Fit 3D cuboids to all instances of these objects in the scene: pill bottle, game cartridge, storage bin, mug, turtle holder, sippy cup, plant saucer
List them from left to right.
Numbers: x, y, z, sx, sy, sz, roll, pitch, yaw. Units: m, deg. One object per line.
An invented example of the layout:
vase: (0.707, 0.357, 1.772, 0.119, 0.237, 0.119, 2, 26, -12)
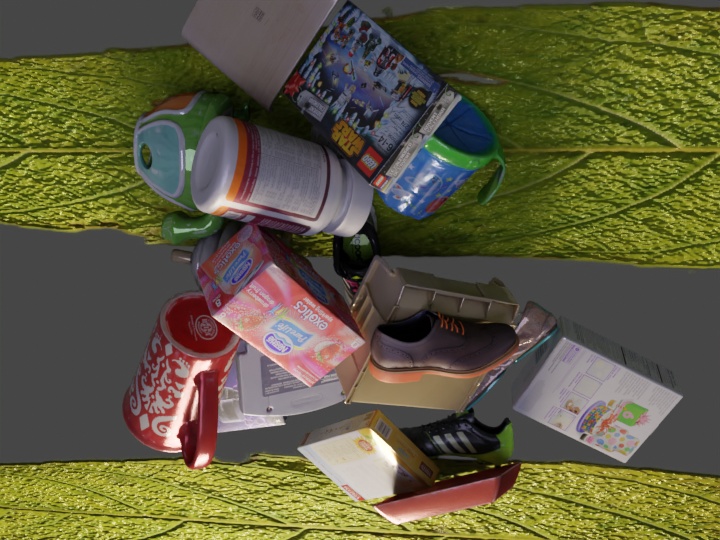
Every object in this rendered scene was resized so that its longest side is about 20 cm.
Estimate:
turtle holder: (-0.216, -0.140, 1.036, 0.129, 0.143, 0.187, 7, 141, 3)
mug: (-0.220, 0.146, 1.073, 0.177, 0.133, 0.201, 40, 132, 13)
pill bottle: (-0.090, -0.103, 0.943, 0.197, 0.110, 0.110, 12, 125, -33)
game cartridge: (-0.084, 0.142, 1.171, 0.196, 0.041, 0.136, -9, 110, -20)
storage bin: (0.084, 0.087, 1.092, 0.197, 0.094, 0.201, 10, 122, -27)
sippy cup: (0.082, -0.141, 0.997, 0.178, 0.139, 0.131, 47, 130, 12)
plant saucer: (0.140, 0.338, 1.216, 0.197, 0.199, 0.037, -19, 77, 17)

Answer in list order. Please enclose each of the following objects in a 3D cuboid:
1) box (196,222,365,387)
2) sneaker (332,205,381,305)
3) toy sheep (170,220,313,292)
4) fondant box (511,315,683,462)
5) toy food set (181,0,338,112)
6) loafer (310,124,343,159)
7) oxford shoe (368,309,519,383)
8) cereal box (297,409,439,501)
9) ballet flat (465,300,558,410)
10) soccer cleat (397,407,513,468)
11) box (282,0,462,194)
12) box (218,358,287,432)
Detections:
box: (-0.097, 0.045, 1.002, 0.102, 0.095, 0.200, -38, 133, 8)
sneaker: (0.000, 0.000, 1.103, 0.072, 0.088, 0.203, -5, 118, 11)
toy sheep: (-0.161, -0.007, 1.097, 0.196, 0.139, 0.140, 4, 120, 6)
fondant box: (0.339, 0.175, 1.168, 0.197, 0.059, 0.146, 26, 119, -5)
toy food set: (-0.113, -0.313, 0.972, 0.143, 0.060, 0.201, 39, 116, 0)
loafer: (-0.036, -0.136, 1.044, 0.069, 0.070, 0.203, 18, 120, 8)
oxford shoe: (0.108, 0.087, 0.993, 0.196, 0.071, 0.074, -9, 125, -15)
cereal box: (0.008, 0.292, 1.249, 0.144, 0.040, 0.199, 45, 141, -15)
ballet flat: (0.197, 0.117, 1.162, 0.067, 0.068, 0.200, 45, 111, 5)
soccer cleat: (0.139, 0.251, 1.243, 0.196, 0.068, 0.083, 4, 102, 5)
box: (0.007, -0.203, 0.927, 0.138, 0.200, 0.040, -51, 145, 14)
box: (-0.196, 0.139, 1.216, 0.138, 0.079, 0.203, -10, 117, 11)
